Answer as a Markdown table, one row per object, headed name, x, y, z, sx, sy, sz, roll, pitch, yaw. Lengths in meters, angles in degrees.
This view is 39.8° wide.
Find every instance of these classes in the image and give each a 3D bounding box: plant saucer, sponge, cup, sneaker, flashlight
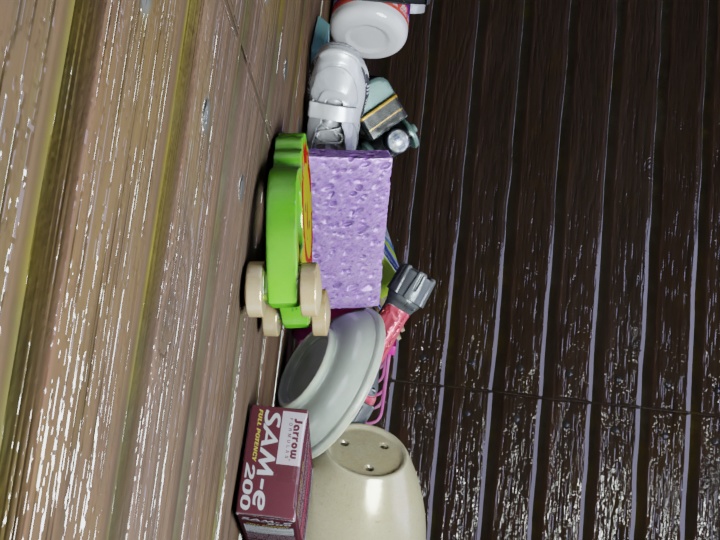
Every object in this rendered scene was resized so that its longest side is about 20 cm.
| name | x | y | z | sx | sy | sz | roll | pitch | yaw |
| --- | --- | --- | --- | --- | --- | --- | --- | --- | --- |
| plant saucer | -0.049 | 0.124 | 1.178 | 0.200 | 0.050 | 0.201 | -46 | -157 | 26 |
| sponge | -0.026 | -0.046 | 1.156 | 0.030 | 0.110 | 0.202 | -108 | -161 | -57 |
| plant saucer | -0.051 | -0.221 | 1.273 | 0.201 | 0.019 | 0.071 | 92 | 4 | -49 |
| cup | -0.007 | 0.269 | 1.175 | 0.201 | 0.197 | 0.145 | -80 | -178 | -63 |
| sneaker | -0.032 | -0.159 | 1.171 | 0.116 | 0.074 | 0.202 | -86 | -177 | -46 |
| flashlight | 0.024 | 0.089 | 1.219 | 0.202 | 0.067 | 0.068 | -60 | 146 | 0 |

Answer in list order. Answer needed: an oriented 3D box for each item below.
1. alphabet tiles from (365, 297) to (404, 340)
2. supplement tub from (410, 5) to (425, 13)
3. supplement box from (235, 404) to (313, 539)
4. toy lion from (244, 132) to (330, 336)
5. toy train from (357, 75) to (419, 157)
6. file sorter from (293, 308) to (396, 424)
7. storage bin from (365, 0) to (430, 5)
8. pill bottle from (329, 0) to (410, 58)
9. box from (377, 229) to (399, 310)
| name | x | y | z | sx | sy | sz | roll | pitch | yaw |
| --- | --- | --- | --- | --- | --- | --- | --- | --- | --- |
| alphabet tiles | 0.000 | 0.000 | 1.336 | 0.200 | 0.007 | 0.168 | 47 | 18 | -47 |
| supplement tub | 0.063 | -0.563 | 1.747 | 0.146 | 0.143 | 0.203 | -79 | 174 | -69 |
| supplement box | -0.084 | 0.223 | 1.016 | 0.201 | 0.060 | 0.110 | 94 | 2 | -62 |
| toy lion | -0.065 | -0.041 | 0.937 | 0.200 | 0.068 | 0.195 | 83 | 6 | -79 |
| toy train | 0.008 | -0.201 | 1.313 | 0.115 | 0.085 | 0.200 | 59 | -7 | -19 |
| file sorter | -0.022 | 0.118 | 1.420 | 0.200 | 0.137 | 0.127 | -77 | 176 | -73 |
| storage bin | 0.010 | -0.330 | 1.030 | 0.200 | 0.133 | 0.095 | -74 | 170 | -78 |
| pill bottle | 0.020 | -0.412 | 1.419 | 0.113 | 0.111 | 0.203 | 91 | 5 | -67 |
| box | -0.001 | -0.056 | 1.332 | 0.122 | 0.047 | 0.201 | 52 | 14 | -39 |
